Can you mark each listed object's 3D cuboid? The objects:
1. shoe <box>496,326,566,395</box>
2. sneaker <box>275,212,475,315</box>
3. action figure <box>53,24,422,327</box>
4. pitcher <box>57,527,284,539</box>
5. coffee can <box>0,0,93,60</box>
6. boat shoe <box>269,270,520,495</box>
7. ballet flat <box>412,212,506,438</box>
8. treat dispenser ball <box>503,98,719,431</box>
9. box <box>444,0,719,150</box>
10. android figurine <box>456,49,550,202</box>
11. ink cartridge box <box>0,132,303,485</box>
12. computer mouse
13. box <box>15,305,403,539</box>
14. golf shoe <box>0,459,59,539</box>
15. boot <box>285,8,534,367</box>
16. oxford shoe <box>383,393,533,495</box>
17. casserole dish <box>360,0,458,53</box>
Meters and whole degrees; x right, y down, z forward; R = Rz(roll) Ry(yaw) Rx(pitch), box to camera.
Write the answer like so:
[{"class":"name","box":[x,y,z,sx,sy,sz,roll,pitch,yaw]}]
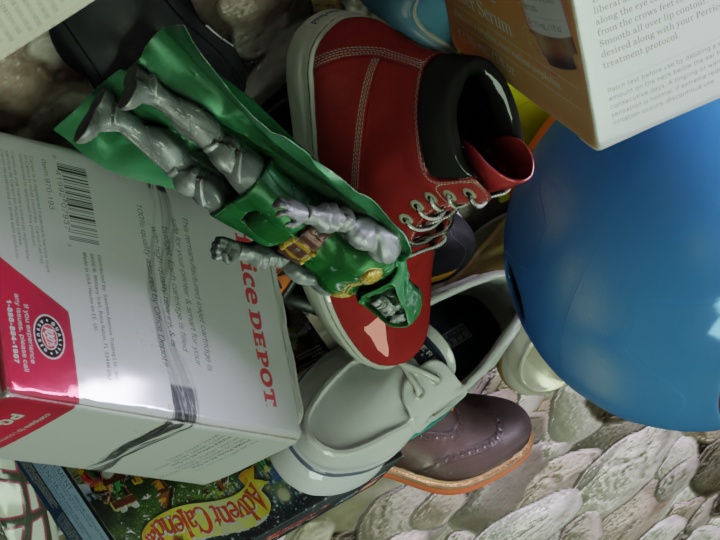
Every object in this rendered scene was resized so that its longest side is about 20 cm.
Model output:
[{"class":"shoe","box":[0.151,0.006,1.666,0.070,0.053,0.200,29,115,-29]},{"class":"sneaker","box":[0.000,0.000,1.621,0.199,0.090,0.070,9,127,-45]},{"class":"action figure","box":[-0.045,-0.033,1.429,0.200,0.055,0.118,34,144,-21]},{"class":"pitcher","box":[-0.130,0.148,1.684,0.171,0.122,0.200,0,145,-17]},{"class":"coffee can","box":[-0.125,-0.193,1.231,0.199,0.147,0.147,-33,146,-3]},{"class":"boat shoe","box":[0.023,0.053,1.596,0.200,0.074,0.065,-41,175,-45]},{"class":"ballet flat","box":[0.063,0.025,1.725,0.200,0.063,0.069,-42,139,2]},{"class":"treat dispenser ball","box":[0.175,-0.015,1.517,0.200,0.201,0.201,-23,144,-18]},{"class":"box","box":[0.105,-0.187,1.380,0.106,0.152,0.201,-23,122,-16]},{"class":"android figurine","box":[0.116,-0.111,1.566,0.199,0.041,0.182,-28,145,-9]},{"class":"ink cartridge box","box":[-0.136,0.022,1.464,0.083,0.146,0.199,-29,152,37]},{"class":"computer mouse","box":[-0.069,-0.106,1.474,0.140,0.046,0.200,-32,146,-3]},{"class":"box","box":[-0.088,0.090,1.569,0.200,0.137,0.038,-26,165,-42]},{"class":"golf shoe","box":[-0.190,0.116,1.592,0.088,0.077,0.200,-39,135,-17]},{"class":"boot","box":[0.034,-0.025,1.476,0.072,0.144,0.201,-28,124,-34]},{"class":"oxford shoe","box":[0.037,0.091,1.785,0.199,0.071,0.073,-1,128,-40]},{"class":"casserole dish","box":[0.081,-0.156,1.551,0.121,0.039,0.200,-46,146,16]}]
